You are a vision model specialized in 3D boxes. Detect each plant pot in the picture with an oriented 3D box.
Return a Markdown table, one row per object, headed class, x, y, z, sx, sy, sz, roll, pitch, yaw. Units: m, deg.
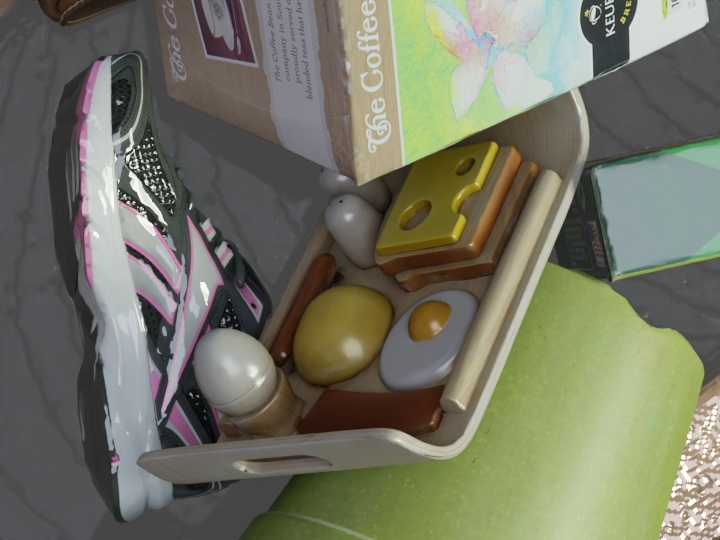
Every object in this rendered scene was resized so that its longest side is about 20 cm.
| class | x | y | z | sx | sy | sz | roll | pitch | yaw |
| --- | --- | --- | --- | --- | --- | --- | --- | --- | --- |
| plant pot | 0.053 | 0.098 | 1.203 | 0.199 | 0.200 | 0.191 | 28 | 77 | -5 |

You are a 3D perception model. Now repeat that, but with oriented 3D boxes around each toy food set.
| class | x | y | z | sx | sy | sz | roll | pitch | yaw |
| --- | --- | --- | --- | --- | --- | --- | --- | --- | --- |
| toy food set | 0.000 | 0.000 | 1.171 | 0.060 | 0.143 | 0.201 | 47 | 52 | -31 |

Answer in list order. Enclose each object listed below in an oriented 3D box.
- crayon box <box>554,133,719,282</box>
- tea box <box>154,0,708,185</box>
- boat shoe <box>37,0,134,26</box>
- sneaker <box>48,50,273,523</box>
| class | x | y | z | sx | sy | sz | roll | pitch | yaw |
| --- | --- | --- | --- | --- | --- | --- | --- | --- | --- |
| crayon box | 0.187 | -0.040 | 1.232 | 0.199 | 0.127 | 0.051 | -12 | 91 | -6 |
| tea box | 0.023 | -0.171 | 1.129 | 0.196 | 0.133 | 0.201 | -26 | 123 | -31 |
| boat shoe | -0.047 | -0.148 | 1.237 | 0.199 | 0.072 | 0.068 | -28 | 92 | -4 |
| sneaker | -0.083 | 0.004 | 1.243 | 0.086 | 0.080 | 0.201 | -8 | 99 | -17 |
